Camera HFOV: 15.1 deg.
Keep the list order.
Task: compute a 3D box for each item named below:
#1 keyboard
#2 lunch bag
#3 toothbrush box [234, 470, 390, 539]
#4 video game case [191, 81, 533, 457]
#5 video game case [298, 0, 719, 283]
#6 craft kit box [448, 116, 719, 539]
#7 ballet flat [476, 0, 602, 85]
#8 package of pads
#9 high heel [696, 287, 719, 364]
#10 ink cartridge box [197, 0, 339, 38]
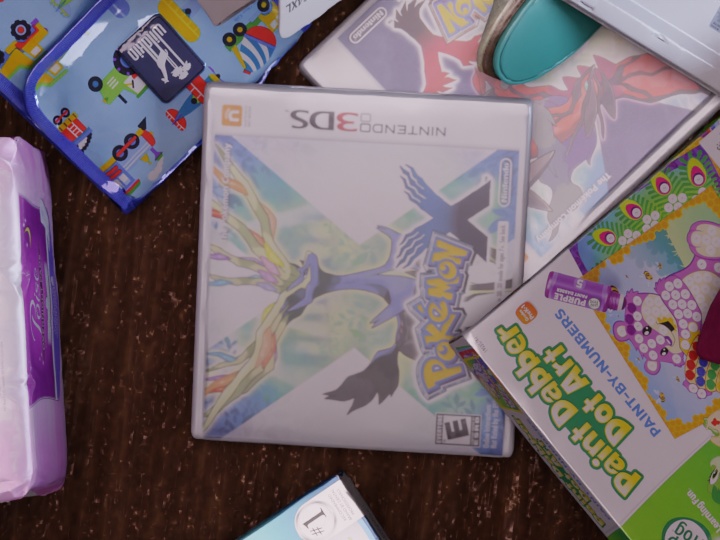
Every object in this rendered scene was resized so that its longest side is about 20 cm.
[{"bbox_3d":[0.198,-0.128,1.489,0.199,0.011,0.056,28,88,-23],"label":"keyboard"},{"bbox_3d":[-0.138,-0.142,1.516,0.200,0.094,0.151,44,87,-9],"label":"lunch bag"},{"bbox_3d":[-0.053,0.224,1.484,0.200,0.085,0.147,-33,86,1],"label":"toothbrush box"},{"bbox_3d":[0.000,0.000,1.504,0.181,0.022,0.201,3,100,3],"label":"video game case"},{"bbox_3d":[0.097,-0.117,1.528,0.200,0.023,0.182,-43,87,-1],"label":"video game case"},{"bbox_3d":[0.185,0.053,1.482,0.197,0.049,0.200,-40,90,-10],"label":"craft kit box"},{"bbox_3d":[0.129,-0.184,1.496,0.200,0.067,0.062,-45,46,-3],"label":"ballet flat"},{"bbox_3d":[-0.206,0.029,1.481,0.075,0.121,0.201,-3,87,2],"label":"package of pads"},{"bbox_3d":[0.229,-0.044,1.462,0.096,0.067,0.201,-13,51,38],"label":"high heel"},{"bbox_3d":[-0.047,-0.239,1.445,0.128,0.125,0.200,-40,98,-38],"label":"ink cartridge box"}]
